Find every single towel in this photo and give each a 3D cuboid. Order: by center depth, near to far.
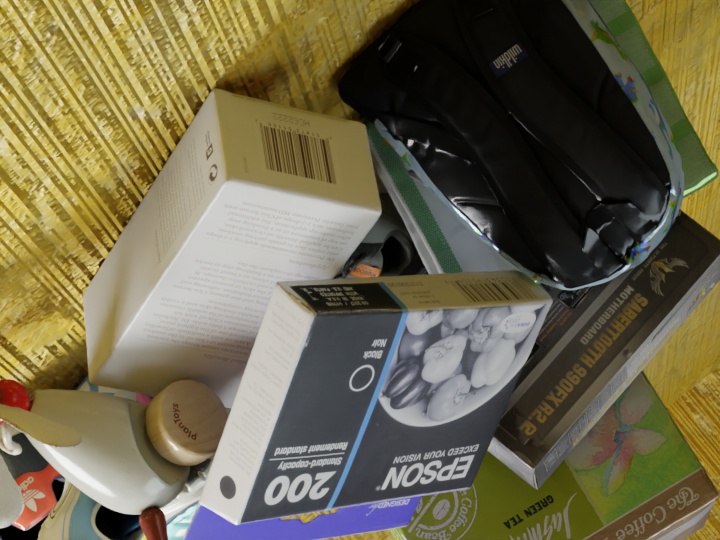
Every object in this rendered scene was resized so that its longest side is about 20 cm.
[{"bbox_3d":[0.114,-0.076,1.514,0.199,0.150,0.031,-28,-177,-5],"label":"towel"}]

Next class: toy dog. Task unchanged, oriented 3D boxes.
[{"bbox_3d":[-0.175,0.115,1.365,0.198,0.097,0.132,1,148,-15],"label":"toy dog"}]

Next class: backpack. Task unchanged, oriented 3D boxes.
[{"bbox_3d":[0.113,-0.085,1.430,0.163,0.200,0.154,-43,166,12],"label":"backpack"}]

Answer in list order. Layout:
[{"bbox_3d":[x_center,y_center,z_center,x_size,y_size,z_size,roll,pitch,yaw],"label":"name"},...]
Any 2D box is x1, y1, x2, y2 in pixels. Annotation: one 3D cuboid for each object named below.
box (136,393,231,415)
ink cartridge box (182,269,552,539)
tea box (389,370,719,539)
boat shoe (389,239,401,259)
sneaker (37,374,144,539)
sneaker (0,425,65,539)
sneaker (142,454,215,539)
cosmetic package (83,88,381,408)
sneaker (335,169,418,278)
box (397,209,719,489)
[{"bbox_3d":[-0.108,0.112,1.652,0.127,0.109,0.200,-25,159,-42],"label":"box"},{"bbox_3d":[0.003,0.095,1.403,0.197,0.043,0.201,-3,125,-42],"label":"ink cartridge box"},{"bbox_3d":[0.109,0.134,1.601,0.199,0.197,0.134,-31,166,-4],"label":"tea box"},{"bbox_3d":[0.000,0.000,1.659,0.070,0.070,0.200,-3,157,-33],"label":"boat shoe"},{"bbox_3d":[-0.159,0.134,1.494,0.072,0.201,0.072,-11,127,11],"label":"sneaker"},{"bbox_3d":[-0.223,0.164,1.572,0.075,0.085,0.200,-37,165,-7],"label":"sneaker"},{"bbox_3d":[-0.136,0.173,1.561,0.199,0.080,0.078,-28,-147,43],"label":"sneaker"},{"bbox_3d":[-0.079,-0.008,1.366,0.101,0.072,0.200,12,137,-27],"label":"cosmetic package"},{"bbox_3d":[-0.030,-0.024,1.497,0.199,0.080,0.074,-8,147,-52],"label":"sneaker"},{"bbox_3d":[0.120,0.017,1.537,0.200,0.158,0.048,-48,161,-10],"label":"box"}]
